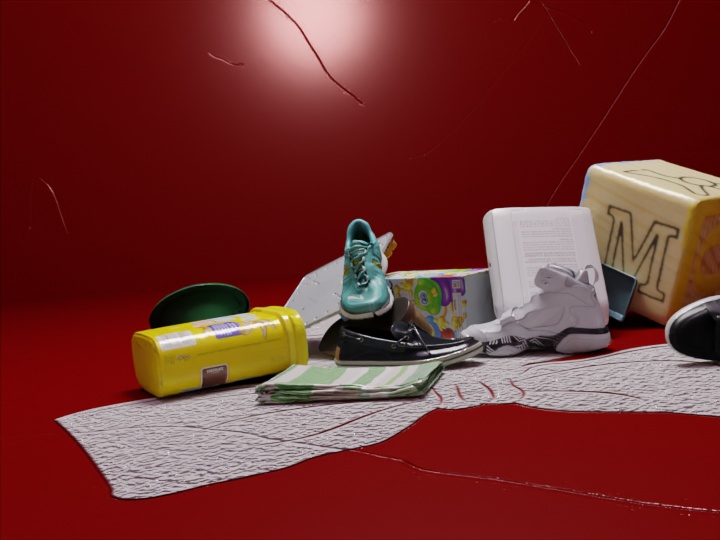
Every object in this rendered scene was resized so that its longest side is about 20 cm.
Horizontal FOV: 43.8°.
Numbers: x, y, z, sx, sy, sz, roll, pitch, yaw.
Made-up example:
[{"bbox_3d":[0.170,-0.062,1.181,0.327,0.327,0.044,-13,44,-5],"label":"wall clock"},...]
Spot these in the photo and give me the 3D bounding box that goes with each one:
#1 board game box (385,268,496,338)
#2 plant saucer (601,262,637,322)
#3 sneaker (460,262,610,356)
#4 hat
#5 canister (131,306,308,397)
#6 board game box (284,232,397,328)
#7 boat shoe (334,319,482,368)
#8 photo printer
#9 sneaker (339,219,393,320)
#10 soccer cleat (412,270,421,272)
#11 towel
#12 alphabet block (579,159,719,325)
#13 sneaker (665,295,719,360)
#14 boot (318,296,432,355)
[{"bbox_3d":[0.110,0.055,1.388,0.199,0.106,0.103,-3,5,42],"label":"board game box"},{"bbox_3d":[0.339,0.009,1.381,0.019,0.070,0.200,1,20,-40],"label":"plant saucer"},{"bbox_3d":[0.228,0.051,1.195,0.199,0.116,0.075,-4,4,23],"label":"sneaker"},{"bbox_3d":[-0.236,0.132,1.405,0.165,0.177,0.200,-12,-30,-12],"label":"hat"},{"bbox_3d":[-0.190,0.106,1.195,0.199,0.087,0.148,-9,5,-27],"label":"canister"},{"bbox_3d":[-0.047,0.037,1.406,0.199,0.026,0.200,-26,21,34],"label":"board game box"},{"bbox_3d":[0.060,0.096,1.174,0.199,0.063,0.075,-3,2,17],"label":"boat shoe"},{"bbox_3d":[0.269,0.006,1.301,0.165,0.201,0.070,-2,-28,-3],"label":"photo printer"},{"bbox_3d":[0.000,0.000,1.263,0.077,0.080,0.200,-12,33,3],"label":"sneaker"},{"bbox_3d":[0.160,0.063,1.500,0.199,0.087,0.070,18,43,19],"label":"soccer cleat"},{"bbox_3d":[-0.010,0.129,1.067,0.199,0.024,0.152,-5,3,14],"label":"towel"},{"bbox_3d":[0.466,-0.050,1.378,0.194,0.198,0.200,-9,25,-35],"label":"alphabet block"},{"bbox_3d":[0.443,0.065,0.974,0.199,0.074,0.112,-4,2,7],"label":"sneaker"},{"bbox_3d":[0.019,0.099,1.296,0.199,0.074,0.075,-18,-48,44],"label":"boot"}]
